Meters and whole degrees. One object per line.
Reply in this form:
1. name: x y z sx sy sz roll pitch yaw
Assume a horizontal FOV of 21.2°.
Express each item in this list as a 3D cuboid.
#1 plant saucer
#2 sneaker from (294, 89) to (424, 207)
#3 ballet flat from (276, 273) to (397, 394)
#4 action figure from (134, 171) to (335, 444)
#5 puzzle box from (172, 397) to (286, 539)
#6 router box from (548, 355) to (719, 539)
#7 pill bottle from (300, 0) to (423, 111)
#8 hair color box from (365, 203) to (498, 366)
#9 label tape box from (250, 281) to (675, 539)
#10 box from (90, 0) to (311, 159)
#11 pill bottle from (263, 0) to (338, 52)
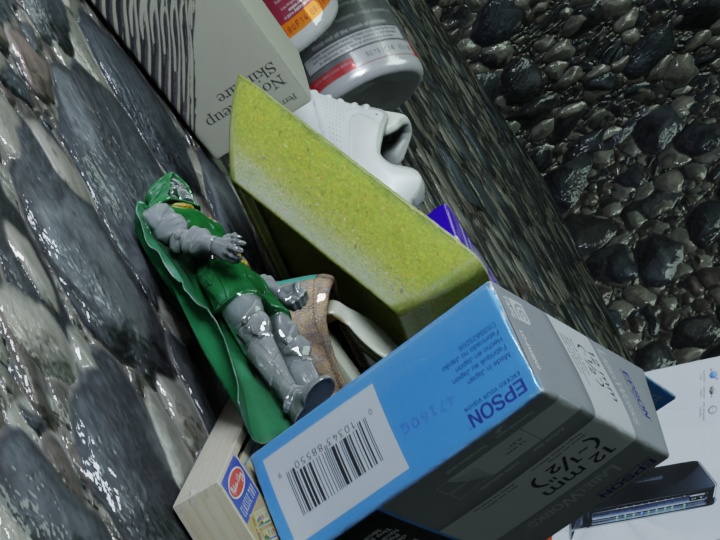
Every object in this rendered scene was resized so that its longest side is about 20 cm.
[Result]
1. plant saucer: 0.000 0.000 1.157 0.199 0.048 0.200 39 -13 26
2. sneaker: -0.016 -0.088 1.350 0.200 0.099 0.078 56 -9 38
3. ballet flat: 0.009 0.084 1.125 0.200 0.067 0.068 56 20 -24
4. action figure: -0.062 0.014 0.963 0.118 0.055 0.200 38 9 -49
5. puzzle box: -0.030 0.129 0.924 0.133 0.025 0.200 58 10 -8
6. router box: 0.190 0.155 1.227 0.049 0.179 0.201 52 34 -39
7. pill bottle: -0.038 -0.226 1.654 0.201 0.114 0.114 63 10 15
8. hair color box: 0.067 0.066 1.347 0.200 0.109 0.065 57 9 -22
9. label tape box: 0.065 0.095 0.912 0.200 0.143 0.066 30 29 -51
10. box: -0.116 -0.172 1.203 0.200 0.082 0.069 51 12 -35
11. pill bottle: -0.109 -0.235 1.330 0.200 0.109 0.110 57 10 -19
